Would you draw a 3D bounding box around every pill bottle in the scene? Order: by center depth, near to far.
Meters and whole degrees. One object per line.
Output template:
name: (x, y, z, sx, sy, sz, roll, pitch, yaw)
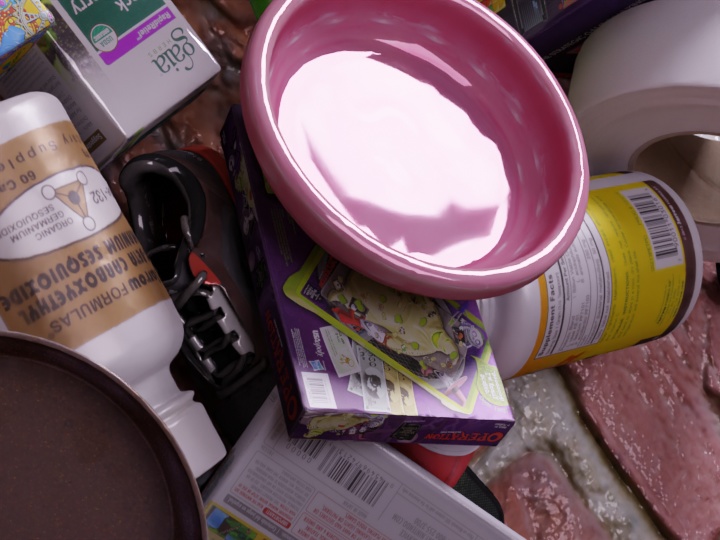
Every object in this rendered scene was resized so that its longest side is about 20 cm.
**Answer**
pill bottle: (-0.152, 0.025, 0.827, 0.114, 0.114, 0.201, -30, 91, -37)
pill bottle: (0.104, 0.005, 1.011, 0.199, 0.109, 0.110, -11, 79, -36)

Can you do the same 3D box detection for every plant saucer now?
plant saucer: (-0.167, 0.120, 0.769, 0.198, 0.035, 0.202, 0, 104, -1)
plant saucer: (0.025, -0.067, 0.887, 0.199, 0.051, 0.202, 14, 54, -20)

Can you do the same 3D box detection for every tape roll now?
tape roll: (0.228, -0.085, 1.070, 0.201, 0.202, 0.071, 29, 59, -22)

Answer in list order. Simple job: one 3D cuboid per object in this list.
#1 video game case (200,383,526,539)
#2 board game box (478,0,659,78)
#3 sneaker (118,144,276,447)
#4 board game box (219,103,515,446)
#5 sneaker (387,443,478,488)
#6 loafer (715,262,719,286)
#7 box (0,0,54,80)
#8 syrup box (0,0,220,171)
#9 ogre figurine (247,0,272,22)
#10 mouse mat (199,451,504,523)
video game case: (-0.012, 0.182, 0.867, 0.199, 0.023, 0.183, 36, 88, -19)
board game box: (0.193, -0.183, 1.084, 0.164, 0.200, 0.057, -1, 74, -33)
sneaker: (-0.080, 0.026, 0.886, 0.082, 0.077, 0.201, 5, 56, -63)
board game box: (0.000, 0.000, 0.881, 0.119, 0.032, 0.201, 3, 50, -22)
sneaker: (-0.008, 0.055, 0.946, 0.071, 0.113, 0.200, -11, 48, -33)
loafer: (0.336, 0.003, 1.194, 0.199, 0.070, 0.069, 7, 68, -32)
box: (-0.289, -0.131, 0.786, 0.192, 0.122, 0.201, -41, 97, -37)
syrup box: (-0.173, -0.153, 0.898, 0.201, 0.081, 0.079, 52, 54, -6)
ogre figurine: (-0.006, -0.144, 0.999, 0.200, 0.097, 0.121, 8, 69, -79)
mouse mat: (-0.012, 0.150, 0.944, 0.161, 0.008, 0.200, 48, 55, -10)
